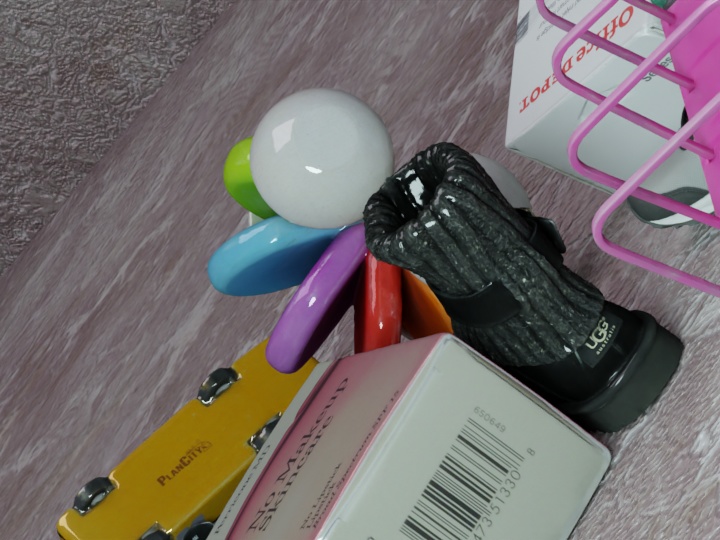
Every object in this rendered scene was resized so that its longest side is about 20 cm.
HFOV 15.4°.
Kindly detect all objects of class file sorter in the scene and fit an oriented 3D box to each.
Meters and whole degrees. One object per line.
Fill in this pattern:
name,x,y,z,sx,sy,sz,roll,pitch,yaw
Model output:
file sorter,0.163,-0.105,1.204,0.139,0.125,0.201,-45,39,35

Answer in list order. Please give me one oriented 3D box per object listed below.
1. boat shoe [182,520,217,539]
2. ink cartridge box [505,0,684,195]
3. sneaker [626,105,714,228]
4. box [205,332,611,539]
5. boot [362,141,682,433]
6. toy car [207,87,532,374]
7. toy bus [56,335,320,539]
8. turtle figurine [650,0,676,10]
boat shoe,-0.078,0.178,1.648,0.199,0.066,0.075,-40,20,51
ink cartridge box,0.161,-0.166,1.538,0.145,0.084,0.201,-41,34,49
sneaker,0.198,-0.103,1.346,0.200,0.079,0.074,-49,14,27
box,0.018,0.118,1.342,0.128,0.109,0.200,-58,13,-16
boot,0.060,0.011,1.358,0.080,0.158,0.211,-57,12,-17
toy car,0.000,0.000,1.554,0.175,0.199,0.151,103,-167,-72
toy bus,-0.098,0.128,1.707,0.200,0.065,0.078,-42,-27,-18
turtle figurine,0.239,-0.206,1.387,0.199,0.101,0.150,-20,34,21
